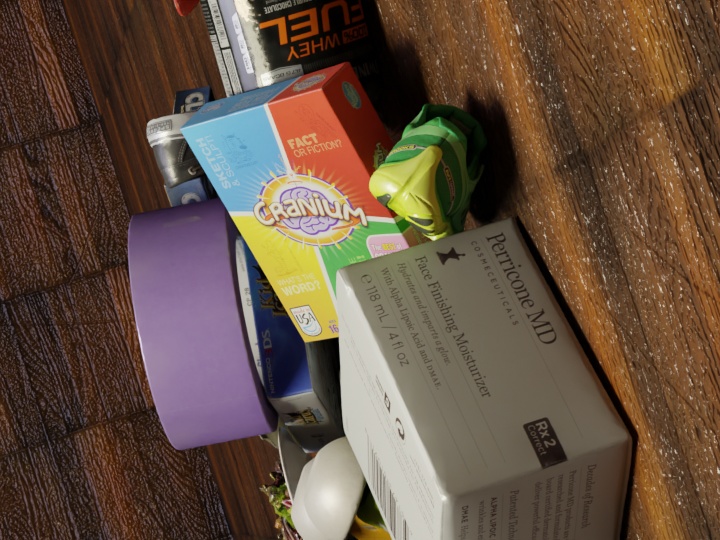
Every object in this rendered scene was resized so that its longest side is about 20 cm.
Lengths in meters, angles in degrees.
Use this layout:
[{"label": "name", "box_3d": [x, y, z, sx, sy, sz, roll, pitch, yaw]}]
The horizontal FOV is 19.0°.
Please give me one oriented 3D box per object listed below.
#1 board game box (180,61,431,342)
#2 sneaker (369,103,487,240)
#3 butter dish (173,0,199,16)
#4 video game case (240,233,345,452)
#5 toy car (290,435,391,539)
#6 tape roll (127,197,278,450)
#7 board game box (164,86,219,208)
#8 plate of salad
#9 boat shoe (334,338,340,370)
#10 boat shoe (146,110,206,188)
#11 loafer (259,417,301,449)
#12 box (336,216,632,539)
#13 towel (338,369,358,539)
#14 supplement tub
[{"label": "board game box", "box_3d": [-0.026, -0.047, 1.605, 0.153, 0.040, 0.200, -12, 116, 42]}, {"label": "sneaker", "box_3d": [0.056, -0.067, 1.467, 0.074, 0.084, 0.200, 37, -177, 1]}, {"label": "butter dish", "box_3d": [-0.049, -0.292, 1.454, 0.200, 0.147, 0.200, 83, -154, -46]}, {"label": "video game case", "box_3d": [-0.059, 0.038, 1.849, 0.181, 0.045, 0.201, 62, -162, -69]}, {"label": "toy car", "box_3d": [0.048, 0.159, 1.670, 0.200, 0.174, 0.150, 123, 165, -76]}, {"label": "tape roll", "box_3d": [-0.128, 0.043, 1.785, 0.200, 0.085, 0.201, -10, -90, -87]}, {"label": "board game box", "box_3d": [-0.128, -0.044, 1.931, 0.136, 0.034, 0.200, -89, -13, -48]}, {"label": "plate of salad", "box_3d": [-0.043, 0.230, 1.816, 0.200, 0.048, 0.201, -20, -90, -86]}, {"label": "boat shoe", "box_3d": [-0.014, 0.107, 2.037, 0.075, 0.062, 0.201, -119, 18, -77]}, {"label": "boat shoe", "box_3d": [-0.083, -0.096, 1.736, 0.070, 0.200, 0.067, -15, 84, 44]}, {"label": "loafer", "box_3d": [-0.070, 0.126, 1.995, 0.070, 0.075, 0.200, 37, 173, 11]}, {"label": "box", "box_3d": [0.078, 0.110, 1.442, 0.200, 0.130, 0.199, 88, 161, -51]}, {"label": "towel", "box_3d": [0.008, 0.158, 1.882, 0.193, 0.034, 0.201, 121, 148, -60]}, {"label": "supplement tub", "box_3d": [-0.054, -0.183, 1.655, 0.122, 0.122, 0.201, -156, 49, -75]}]
